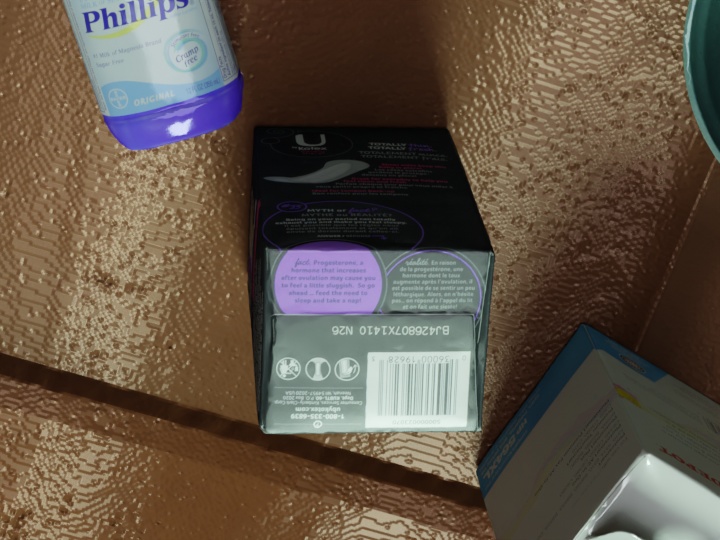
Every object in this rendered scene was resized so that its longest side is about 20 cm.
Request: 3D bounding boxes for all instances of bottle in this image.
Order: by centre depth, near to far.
[{"bbox_3d":[-0.127,-0.169,1.081,0.083,0.065,0.201,-15,113,3],"label":"bottle"}]

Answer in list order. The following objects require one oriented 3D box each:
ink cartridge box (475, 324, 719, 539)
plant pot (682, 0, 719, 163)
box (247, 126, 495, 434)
[{"bbox_3d":[0.164,0.148,1.162,0.128,0.200,0.125,31,107,-15],"label":"ink cartridge box"},{"bbox_3d":[0.290,-0.123,1.077,0.199,0.134,0.201,3,98,23],"label":"plant pot"},{"bbox_3d":[0.000,0.000,1.088,0.122,0.200,0.107,1,113,-5],"label":"box"}]
